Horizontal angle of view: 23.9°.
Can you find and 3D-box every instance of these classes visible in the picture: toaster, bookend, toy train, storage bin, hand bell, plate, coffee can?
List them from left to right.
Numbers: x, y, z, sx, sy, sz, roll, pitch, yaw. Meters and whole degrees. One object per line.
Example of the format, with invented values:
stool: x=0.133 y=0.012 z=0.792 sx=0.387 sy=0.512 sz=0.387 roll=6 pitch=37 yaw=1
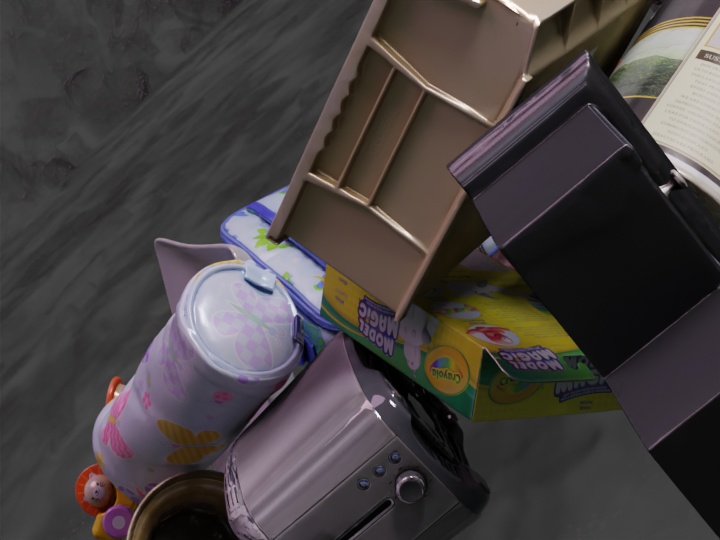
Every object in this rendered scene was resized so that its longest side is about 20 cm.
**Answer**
toy train: x=-0.181 y=0.159 z=1.254 sx=0.151 sy=0.055 sz=0.202 roll=114 pitch=175 yaw=-61
hand bell: x=-0.135 y=0.204 z=1.185 sx=0.104 sy=0.104 sz=0.200 roll=-49 pitch=6 yaw=-24
plate: x=-0.085 y=0.073 z=1.219 sx=0.032 sy=0.202 sz=0.200 roll=-16 pitch=8 yaw=-20
toaster: x=-0.008 y=0.118 z=1.032 sx=0.129 sy=0.114 sz=0.200 roll=-42 pitch=17 yaw=6
storage bin: x=0.066 y=-0.103 z=0.960 sx=0.200 sy=0.093 sz=0.200 roll=-37 pitch=-21 yaw=-52
bookend: x=0.145 y=0.021 z=0.778 sx=0.092 sy=0.200 sz=0.199 roll=-38 pitch=16 yaw=8
coffee can: x=0.206 y=-0.077 z=0.980 sx=0.146 sy=0.147 sz=0.200 roll=-18 pitch=29 yaw=53

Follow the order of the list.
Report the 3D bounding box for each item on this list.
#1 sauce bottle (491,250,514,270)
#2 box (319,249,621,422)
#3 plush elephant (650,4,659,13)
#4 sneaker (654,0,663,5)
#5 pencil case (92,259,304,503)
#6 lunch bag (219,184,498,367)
sauce bottle: x=0.129 y=-0.009 z=1.124 sx=0.200 sy=0.065 sz=0.065 roll=-41 pitch=17 yaw=-4
box: x=0.074 y=0.037 z=0.989 sx=0.116 sy=0.049 sz=0.200 roll=-1 pitch=17 yaw=-31
plush elephant: x=0.307 y=-0.321 z=1.356 sx=0.197 sy=0.166 sz=0.156 roll=-11 pitch=35 yaw=2
sneaker: x=0.286 y=-0.261 z=1.252 sx=0.198 sy=0.094 sz=0.070 roll=-19 pitch=4 yaw=-4
pencil case: x=-0.110 y=0.075 z=1.110 sx=0.200 sy=0.082 sz=0.092 roll=129 pitch=146 yaw=-48
lunch bag: x=0.000 y=0.000 z=1.211 sx=0.159 sy=0.083 sz=0.200 roll=-24 pitch=34 yaw=-20
